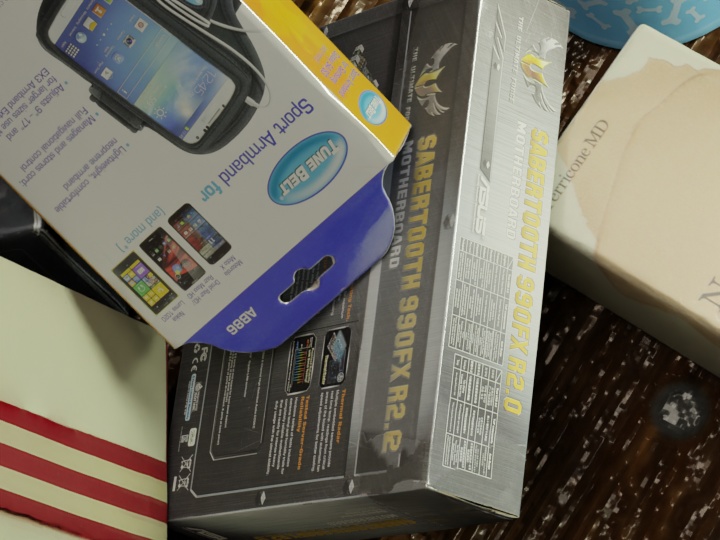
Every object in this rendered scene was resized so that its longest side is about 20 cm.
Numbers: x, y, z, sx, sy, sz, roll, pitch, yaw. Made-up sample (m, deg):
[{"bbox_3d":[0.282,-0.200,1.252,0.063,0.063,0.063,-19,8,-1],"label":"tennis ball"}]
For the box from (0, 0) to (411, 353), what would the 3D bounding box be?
[{"bbox_3d":[-0.077,-0.065,0.876,0.119,0.041,0.200,-40,102,24],"label":"box"}]

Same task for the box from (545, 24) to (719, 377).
[{"bbox_3d":[0.166,0.002,0.901,0.200,0.078,0.095,31,82,23],"label":"box"}]

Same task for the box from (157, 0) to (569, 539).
[{"bbox_3d":[0.000,0.000,0.919,0.158,0.048,0.200,-14,63,47],"label":"box"}]

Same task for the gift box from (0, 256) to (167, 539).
[{"bbox_3d":[-0.180,0.096,0.878,0.184,0.187,0.200,-18,63,26],"label":"gift box"}]

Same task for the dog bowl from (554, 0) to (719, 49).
[{"bbox_3d":[0.151,-0.175,0.984,0.200,0.050,0.111,-33,66,2],"label":"dog bowl"}]

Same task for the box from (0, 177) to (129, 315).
[{"bbox_3d":[-0.211,-0.070,1.005,0.200,0.117,0.197,-10,69,10],"label":"box"}]
